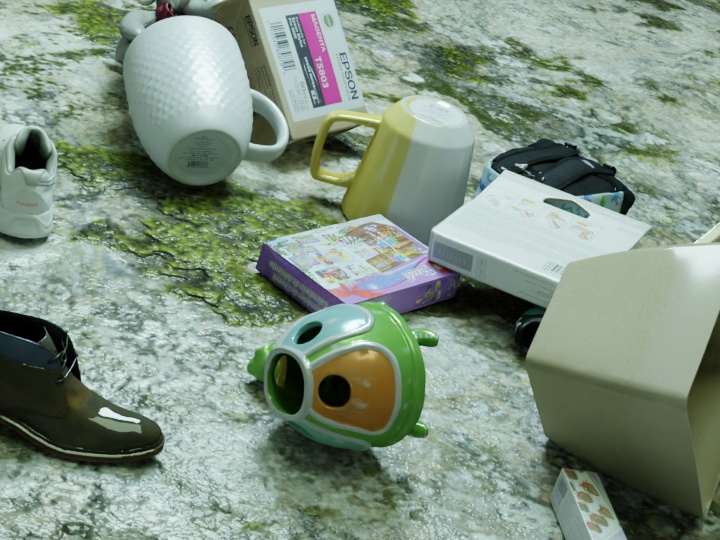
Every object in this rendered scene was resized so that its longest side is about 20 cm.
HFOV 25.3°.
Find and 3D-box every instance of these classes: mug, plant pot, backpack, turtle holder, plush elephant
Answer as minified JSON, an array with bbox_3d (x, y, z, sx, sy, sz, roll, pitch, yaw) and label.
[{"bbox_3d":[0.053,-0.126,1.932,0.186,0.153,0.149,-1,33,-31],"label":"mug"},{"bbox_3d":[-0.178,-0.187,1.920,0.200,0.148,0.176,12,41,-28],"label":"mug"},{"bbox_3d":[0.274,0.093,1.583,0.177,0.200,0.200,10,54,25],"label":"plant pot"},{"bbox_3d":[0.225,-0.088,2.001,0.163,0.154,0.200,34,13,21],"label":"backpack"},{"bbox_3d":[-0.025,0.090,1.505,0.132,0.141,0.186,-4,36,-34],"label":"turtle holder"},{"bbox_3d":[-0.236,-0.314,2.079,0.165,0.155,0.200,34,-2,-44],"label":"plush elephant"}]

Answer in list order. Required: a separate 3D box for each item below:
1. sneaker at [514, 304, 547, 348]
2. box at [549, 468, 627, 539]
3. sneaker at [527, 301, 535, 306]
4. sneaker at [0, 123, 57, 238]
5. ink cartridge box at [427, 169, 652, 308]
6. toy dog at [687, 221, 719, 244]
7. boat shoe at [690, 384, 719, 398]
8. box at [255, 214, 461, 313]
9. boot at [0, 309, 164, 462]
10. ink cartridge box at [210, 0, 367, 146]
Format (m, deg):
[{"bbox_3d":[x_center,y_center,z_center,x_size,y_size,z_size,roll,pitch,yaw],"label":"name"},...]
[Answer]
[{"bbox_3d":[0.259,0.098,1.744,0.200,0.072,0.080,23,30,23],"label":"sneaker"},{"bbox_3d":[0.218,0.256,1.453,0.039,0.042,0.200,10,28,-15],"label":"box"},{"bbox_3d":[0.288,0.039,1.861,0.200,0.070,0.100,7,32,-18],"label":"sneaker"},{"bbox_3d":[-0.358,-0.120,1.734,0.078,0.100,0.200,6,30,-22],"label":"sneaker"},{"bbox_3d":[0.206,-0.031,1.829,0.200,0.045,0.176,23,37,25],"label":"ink cartridge box"},{"bbox_3d":[0.466,0.051,1.879,0.139,0.194,0.200,-31,60,-21],"label":"toy dog"},{"bbox_3d":[0.398,0.163,1.709,0.200,0.072,0.072,18,15,-2],"label":"boat shoe"},{"bbox_3d":[0.000,0.000,1.793,0.137,0.039,0.200,36,32,31],"label":"box"},{"bbox_3d":[-0.260,0.101,1.390,0.200,0.097,0.075,15,28,-6],"label":"boot"},{"bbox_3d":[-0.088,-0.263,2.059,0.075,0.200,0.165,-15,4,41],"label":"ink cartridge box"}]
